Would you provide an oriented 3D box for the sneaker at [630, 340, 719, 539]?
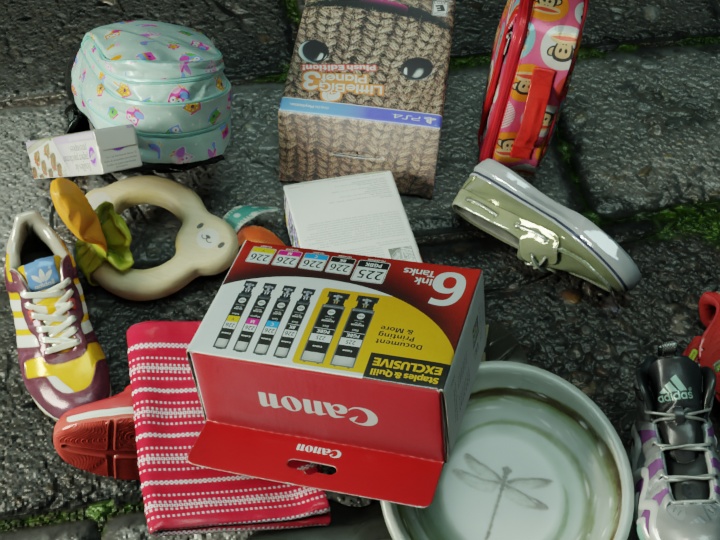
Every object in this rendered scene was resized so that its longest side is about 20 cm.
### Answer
[{"bbox_3d":[0.244,0.124,0.981,0.077,0.141,0.200,-4,22,2],"label":"sneaker"}]

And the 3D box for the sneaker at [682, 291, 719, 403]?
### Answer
[{"bbox_3d":[0.322,0.095,1.107,0.084,0.077,0.201,3,43,14],"label":"sneaker"}]

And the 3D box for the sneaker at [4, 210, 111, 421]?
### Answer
[{"bbox_3d":[-0.270,0.040,1.098,0.075,0.090,0.200,-18,53,-17],"label":"sneaker"}]

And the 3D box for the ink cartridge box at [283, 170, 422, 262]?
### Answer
[{"bbox_3d":[0.000,0.000,1.173,0.108,0.050,0.201,-9,53,-11],"label":"ink cartridge box"}]

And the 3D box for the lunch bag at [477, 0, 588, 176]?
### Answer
[{"bbox_3d":[0.169,-0.192,1.244,0.081,0.201,0.177,12,50,1],"label":"lunch bag"}]

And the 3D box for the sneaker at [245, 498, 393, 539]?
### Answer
[{"bbox_3d":[-0.052,0.223,0.980,0.199,0.076,0.091,-4,44,-18],"label":"sneaker"}]

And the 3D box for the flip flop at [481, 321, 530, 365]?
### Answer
[{"bbox_3d":[0.121,0.138,1.066,0.081,0.058,0.201,-18,69,-12],"label":"flip flop"}]

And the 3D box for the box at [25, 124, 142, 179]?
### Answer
[{"bbox_3d":[-0.260,-0.109,1.175,0.041,0.039,0.200,-16,10,-29],"label":"box"}]

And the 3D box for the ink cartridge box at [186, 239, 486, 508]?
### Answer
[{"bbox_3d":[-0.020,0.073,0.960,0.199,0.084,0.176,7,43,15],"label":"ink cartridge box"}]

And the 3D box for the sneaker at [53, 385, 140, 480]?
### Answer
[{"bbox_3d":[-0.161,0.106,1.073,0.199,0.079,0.116,0,41,-19],"label":"sneaker"}]

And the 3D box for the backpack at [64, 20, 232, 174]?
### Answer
[{"bbox_3d":[-0.200,-0.171,1.218,0.166,0.127,0.200,-13,29,-16],"label":"backpack"}]

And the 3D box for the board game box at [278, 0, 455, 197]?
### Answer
[{"bbox_3d":[0.009,-0.187,1.295,0.158,0.097,0.201,6,50,2],"label":"board game box"}]

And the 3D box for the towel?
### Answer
[{"bbox_3d":[-0.107,0.117,1.004,0.144,0.023,0.201,-1,47,-17],"label":"towel"}]

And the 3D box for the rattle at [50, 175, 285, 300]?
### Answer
[{"bbox_3d":[-0.165,-0.054,1.150,0.199,0.143,0.131,2,47,1],"label":"rattle"}]

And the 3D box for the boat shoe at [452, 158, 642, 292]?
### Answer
[{"bbox_3d":[0.175,-0.031,1.206,0.200,0.072,0.062,37,82,29],"label":"boat shoe"}]

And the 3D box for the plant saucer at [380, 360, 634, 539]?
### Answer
[{"bbox_3d":[0.111,0.172,0.989,0.199,0.050,0.201,2,64,-4],"label":"plant saucer"}]
